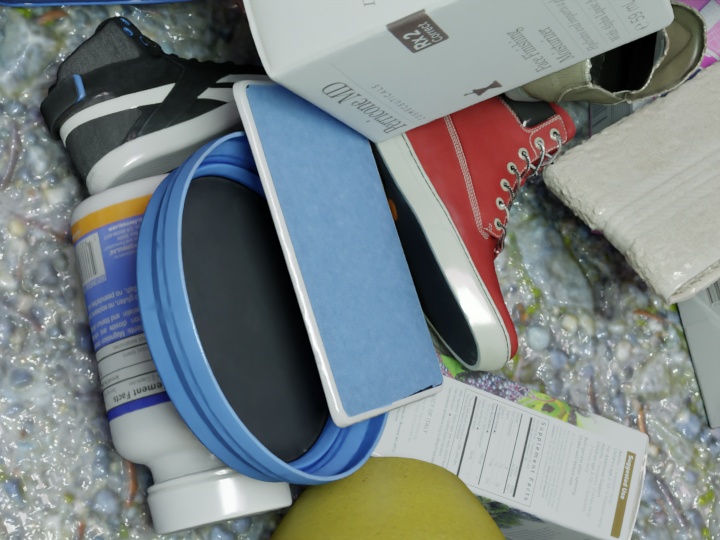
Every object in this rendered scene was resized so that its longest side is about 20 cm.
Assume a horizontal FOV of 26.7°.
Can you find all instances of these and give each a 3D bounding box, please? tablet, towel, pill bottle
[{"bbox_3d":[-0.011,-0.015,0.881,0.130,0.014,0.200,-10,82,-60],"label":"tablet"},{"bbox_3d":[0.234,-0.068,1.015,0.200,0.034,0.133,-30,58,-21],"label":"towel"},{"bbox_3d":[-0.100,0.050,0.901,0.112,0.112,0.200,-9,80,-24],"label":"pill bottle"}]

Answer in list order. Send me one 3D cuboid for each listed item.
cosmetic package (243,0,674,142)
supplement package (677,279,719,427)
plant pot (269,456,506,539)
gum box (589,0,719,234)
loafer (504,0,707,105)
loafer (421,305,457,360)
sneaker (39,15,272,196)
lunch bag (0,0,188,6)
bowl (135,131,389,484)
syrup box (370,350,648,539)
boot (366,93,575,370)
[{"bbox_3d":[0.045,-0.195,0.851,0.200,0.165,0.165,-21,74,18],"label":"cosmetic package"},{"bbox_3d":[0.348,0.030,1.087,0.200,0.121,0.120,-9,79,-25],"label":"supplement package"},{"bbox_3d":[0.016,0.194,0.884,0.200,0.200,0.142,14,51,-19],"label":"plant pot"},{"bbox_3d":[0.232,-0.122,1.110,0.113,0.066,0.200,8,73,-19],"label":"gum box"},{"bbox_3d":[0.171,-0.136,0.975,0.200,0.070,0.075,-18,114,-44],"label":"loafer"},{"bbox_3d":[0.000,0.000,0.986,0.200,0.063,0.072,43,41,-4],"label":"loafer"},{"bbox_3d":[-0.108,-0.123,0.968,0.200,0.073,0.112,-24,72,-36],"label":"sneaker"},{"bbox_3d":[-0.155,-0.245,0.944,0.200,0.132,0.136,-2,76,-10],"label":"lunch bag"},{"bbox_3d":[-0.051,0.023,0.846,0.201,0.039,0.201,37,44,-46],"label":"bowl"},{"bbox_3d":[0.077,0.116,0.976,0.200,0.079,0.082,21,69,-16],"label":"syrup box"},{"bbox_3d":[0.090,-0.040,0.954,0.144,0.072,0.200,-15,64,-18],"label":"boot"}]
